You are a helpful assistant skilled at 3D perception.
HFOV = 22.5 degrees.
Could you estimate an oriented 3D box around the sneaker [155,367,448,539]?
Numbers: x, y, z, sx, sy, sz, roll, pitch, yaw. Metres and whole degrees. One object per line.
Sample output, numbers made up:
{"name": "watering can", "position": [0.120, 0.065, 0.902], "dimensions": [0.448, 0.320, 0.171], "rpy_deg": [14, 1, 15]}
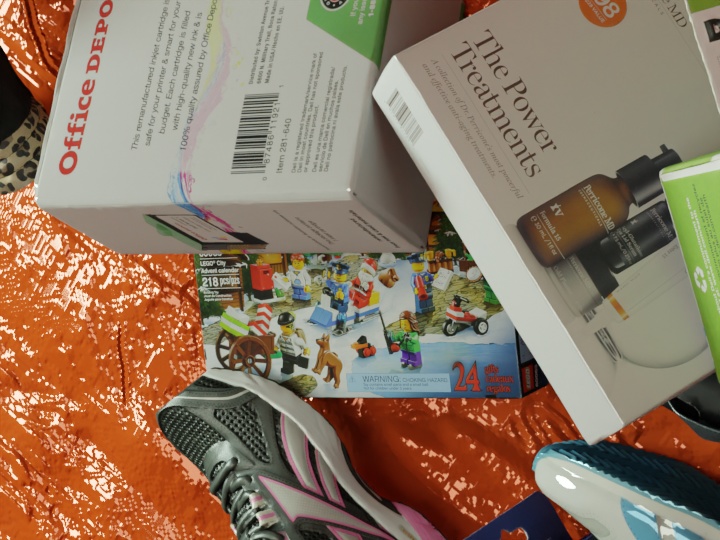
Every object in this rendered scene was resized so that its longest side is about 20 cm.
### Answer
{"name": "sneaker", "position": [-0.038, 0.137, 0.992], "dimensions": [0.200, 0.086, 0.081], "rpy_deg": [36, 137, 12]}

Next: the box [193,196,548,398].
{"name": "box", "position": [0.000, 0.000, 0.994], "dimensions": [0.199, 0.038, 0.137], "rpy_deg": [-3, 98, 30]}

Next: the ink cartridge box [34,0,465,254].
{"name": "ink cartridge box", "position": [-0.059, -0.088, 0.954], "dimensions": [0.199, 0.084, 0.146], "rpy_deg": [0, 70, 30]}

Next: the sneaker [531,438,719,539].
{"name": "sneaker", "position": [0.167, 0.152, 0.905], "dimensions": [0.199, 0.076, 0.081], "rpy_deg": [30, 108, 22]}

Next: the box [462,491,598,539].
{"name": "box", "position": [0.128, 0.207, 0.912], "dimensions": [0.032, 0.121, 0.201], "rpy_deg": [-36, 81, 30]}

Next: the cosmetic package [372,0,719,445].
{"name": "cosmetic package", "position": [0.122, -0.043, 0.857], "dimensions": [0.201, 0.150, 0.052], "rpy_deg": [58, 159, 7]}

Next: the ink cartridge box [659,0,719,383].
{"name": "ink cartridge box", "position": [0.208, -0.066, 0.798], "dimensions": [0.076, 0.147, 0.201], "rpy_deg": [164, 89, -75]}

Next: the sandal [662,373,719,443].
{"name": "sandal", "position": [0.184, 0.057, 0.898], "dimensions": [0.199, 0.043, 0.077], "rpy_deg": [22, 110, 25]}

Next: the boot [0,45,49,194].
{"name": "boot", "position": [-0.249, -0.136, 1.075], "dimensions": [0.073, 0.200, 0.151], "rpy_deg": [-34, 119, -7]}
